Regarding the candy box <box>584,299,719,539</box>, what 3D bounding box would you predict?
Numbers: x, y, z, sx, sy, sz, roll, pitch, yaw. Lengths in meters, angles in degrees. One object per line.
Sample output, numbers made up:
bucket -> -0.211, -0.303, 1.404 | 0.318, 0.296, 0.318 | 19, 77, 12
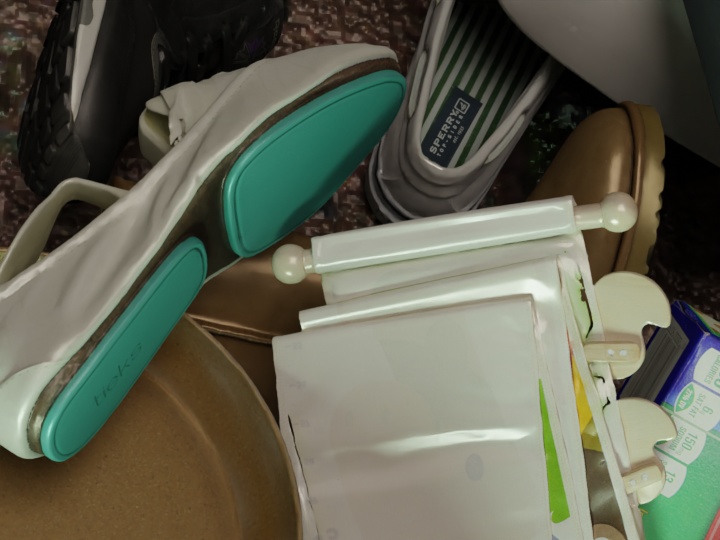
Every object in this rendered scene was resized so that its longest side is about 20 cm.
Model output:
candy box -> 0.165, 0.133, 0.696 | 0.199, 0.077, 0.170 | 28, 100, -4

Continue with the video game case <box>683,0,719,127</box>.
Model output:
video game case -> 0.195, -0.104, 0.737 | 0.180, 0.025, 0.201 | -1, 71, -36

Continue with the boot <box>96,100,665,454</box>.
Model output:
boot -> 0.000, 0.000, 0.711 | 0.199, 0.066, 0.176 | 14, 101, -11

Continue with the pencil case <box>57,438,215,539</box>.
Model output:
pencil case -> -0.122, 0.150, 0.648 | 0.092, 0.085, 0.200 | 36, 66, 1

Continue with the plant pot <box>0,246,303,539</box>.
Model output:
plant pot -> -0.118, 0.084, 0.607 | 0.199, 0.028, 0.201 | 7, 56, -11

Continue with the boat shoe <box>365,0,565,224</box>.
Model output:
boat shoe -> 0.065, -0.104, 0.796 | 0.073, 0.067, 0.201 | 23, 67, -7

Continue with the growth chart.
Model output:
growth chart -> 0.036, 0.074, 0.650 | 0.144, 0.018, 0.201 | 0, 97, 7

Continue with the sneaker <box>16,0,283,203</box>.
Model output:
sneaker -> -0.070, -0.097, 0.727 | 0.087, 0.076, 0.201 | 21, 44, -14

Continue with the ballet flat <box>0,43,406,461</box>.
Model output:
ballet flat -> -0.065, -0.023, 0.636 | 0.069, 0.069, 0.200 | 42, 62, 2

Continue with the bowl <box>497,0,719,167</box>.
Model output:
bowl -> 0.160, -0.150, 0.797 | 0.200, 0.075, 0.200 | 30, 55, -22
